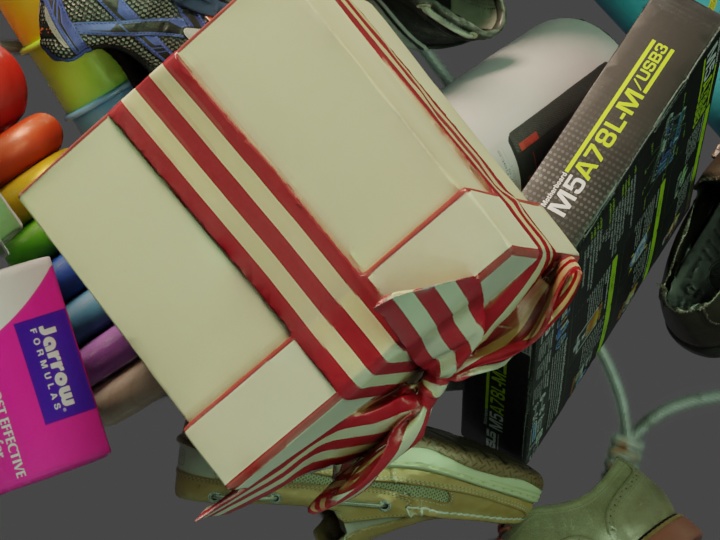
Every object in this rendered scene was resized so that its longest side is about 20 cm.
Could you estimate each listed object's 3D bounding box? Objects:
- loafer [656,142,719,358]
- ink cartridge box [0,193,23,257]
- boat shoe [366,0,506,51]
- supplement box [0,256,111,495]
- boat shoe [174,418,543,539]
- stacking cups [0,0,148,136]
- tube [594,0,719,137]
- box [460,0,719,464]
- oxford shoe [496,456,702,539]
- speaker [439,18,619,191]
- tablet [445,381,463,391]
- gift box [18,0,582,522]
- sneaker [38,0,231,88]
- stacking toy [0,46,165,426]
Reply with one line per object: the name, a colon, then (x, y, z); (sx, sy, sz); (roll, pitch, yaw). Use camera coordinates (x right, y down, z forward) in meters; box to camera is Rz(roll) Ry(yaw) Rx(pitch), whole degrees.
loafer: (0.225, -0.046, 1.387); (0.201, 0.073, 0.071); (-66, 155, 1)
ink cartridge box: (-0.210, -0.065, 1.135); (0.048, 0.200, 0.146); (-39, 100, -24)
boat shoe: (0.007, -0.177, 1.228); (0.200, 0.063, 0.071); (41, 61, -47)
supplement box: (-0.232, 0.073, 1.159); (0.199, 0.103, 0.102); (-19, 90, -30)
boat shoe: (-0.003, 0.112, 1.296); (0.199, 0.072, 0.077); (15, 90, -17)
stacking cups: (-0.117, -0.075, 1.271); (0.060, 0.060, 0.201); (-37, 104, -26)
tube: (0.199, -0.127, 1.444); (0.200, 0.050, 0.078); (42, 73, -21)
box: (0.119, -0.018, 1.303); (0.047, 0.200, 0.194); (26, 67, 14)
oxford shoe: (0.087, 0.173, 1.337); (0.199, 0.071, 0.075); (-30, 69, -26)
speaker: (0.071, -0.067, 1.300); (0.082, 0.081, 0.200); (62, 34, -6)
tablet: (0.000, 0.000, 1.294); (0.199, 0.014, 0.131); (0, 84, -49)
gift box: (-0.025, -0.004, 1.109); (0.184, 0.200, 0.187); (-42, 80, 16)
sneaker: (-0.075, -0.103, 1.233); (0.199, 0.075, 0.079); (25, 83, -22)
stacking toy: (-0.147, -0.027, 1.233); (0.085, 0.085, 0.201); (-34, 93, -27)
